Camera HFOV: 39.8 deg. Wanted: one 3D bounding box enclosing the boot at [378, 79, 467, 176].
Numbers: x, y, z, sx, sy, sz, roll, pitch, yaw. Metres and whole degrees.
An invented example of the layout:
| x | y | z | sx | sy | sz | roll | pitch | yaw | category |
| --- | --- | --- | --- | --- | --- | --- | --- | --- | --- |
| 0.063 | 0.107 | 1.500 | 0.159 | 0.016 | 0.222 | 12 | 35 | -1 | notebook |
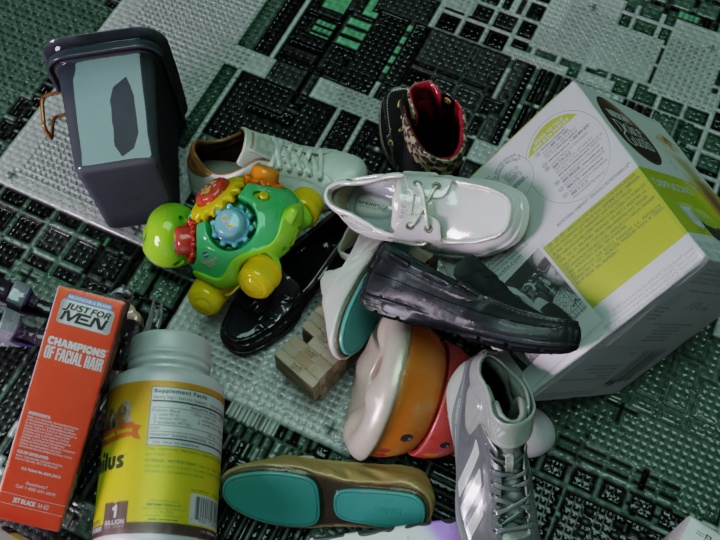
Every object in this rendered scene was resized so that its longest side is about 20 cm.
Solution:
| x | y | z | sx | sy | sz | roll | pitch | yaw | category |
| --- | --- | --- | --- | --- | --- | --- | --- | --- | --- |
| 0.065 | -0.145 | 1.049 | 0.072 | 0.151 | 0.202 | -8 | 62 | -4 | boot |

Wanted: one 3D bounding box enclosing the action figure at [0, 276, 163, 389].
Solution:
| x | y | z | sx | sy | sz | roll | pitch | yaw | category |
| --- | --- | --- | --- | --- | --- | --- | --- | --- | --- |
| -0.279 | 0.063 | 0.987 | 0.198 | 0.070 | 0.131 | 20 | 56 | -6 | action figure |

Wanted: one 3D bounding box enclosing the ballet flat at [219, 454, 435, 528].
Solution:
| x | y | z | sx | sy | sz | roll | pitch | yaw | category |
| --- | --- | --- | --- | --- | --- | --- | --- | --- | --- |
| -0.029 | 0.203 | 0.920 | 0.197 | 0.069 | 0.063 | 7 | 22 | 5 | ballet flat |

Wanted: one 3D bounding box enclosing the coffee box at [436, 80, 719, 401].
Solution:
| x | y | z | sx | sy | sz | roll | pitch | yaw | category |
| --- | --- | --- | --- | --- | --- | --- | --- | --- | --- |
| 0.216 | -0.021 | 0.913 | 0.200 | 0.199 | 0.199 | -44 | 62 | 27 | coffee box |

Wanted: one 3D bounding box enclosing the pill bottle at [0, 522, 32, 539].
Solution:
| x | y | z | sx | sy | sz | roll | pitch | yaw | category |
| --- | --- | --- | --- | --- | --- | --- | --- | --- | --- |
| -0.256 | 0.306 | 0.829 | 0.198 | 0.115 | 0.115 | 25 | 64 | 13 | pill bottle |

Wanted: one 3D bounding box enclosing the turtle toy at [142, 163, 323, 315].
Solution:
| x | y | z | sx | sy | sz | roll | pitch | yaw | category |
| --- | --- | --- | --- | --- | --- | --- | --- | --- | --- |
| -0.138 | -0.038 | 1.001 | 0.199 | 0.101 | 0.146 | -17 | 31 | 37 | turtle toy |

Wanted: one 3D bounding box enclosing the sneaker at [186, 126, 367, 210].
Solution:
| x | y | z | sx | sy | sz | roll | pitch | yaw | category |
| --- | --- | --- | --- | --- | --- | --- | --- | --- | --- |
| -0.090 | -0.111 | 1.071 | 0.197 | 0.085 | 0.074 | -2 | 60 | -3 | sneaker |

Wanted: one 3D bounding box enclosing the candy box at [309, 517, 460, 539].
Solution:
| x | y | z | sx | sy | sz | roll | pitch | yaw | category |
| --- | --- | --- | --- | --- | --- | --- | --- | --- | --- |
| 0.062 | 0.308 | 0.853 | 0.197 | 0.072 | 0.170 | -6 | 62 | -4 | candy box |

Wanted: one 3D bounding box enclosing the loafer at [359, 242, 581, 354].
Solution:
| x | y | z | sx | sy | sz | roll | pitch | yaw | category |
| --- | --- | --- | --- | --- | --- | --- | --- | --- | --- |
| 0.091 | 0.022 | 0.833 | 0.199 | 0.068 | 0.071 | 14 | 86 | 29 | loafer |

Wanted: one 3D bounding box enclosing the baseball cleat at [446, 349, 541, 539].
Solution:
| x | y | z | sx | sy | sz | roll | pitch | yaw | category |
| --- | --- | --- | --- | --- | --- | --- | --- | --- | --- |
| 0.113 | 0.166 | 0.814 | 0.069 | 0.107 | 0.202 | -9 | 73 | -16 | baseball cleat |

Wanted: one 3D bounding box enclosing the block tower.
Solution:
| x | y | z | sx | sy | sz | roll | pitch | yaw | category |
| --- | --- | --- | --- | --- | --- | --- | --- | --- | --- |
| -0.002 | 0.040 | 1.006 | 0.058 | 0.054 | 0.200 | 37 | 67 | 18 | block tower |

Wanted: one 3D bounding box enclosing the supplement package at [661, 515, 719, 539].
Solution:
| x | y | z | sx | sy | sz | roll | pitch | yaw | category |
| --- | --- | --- | --- | --- | --- | --- | --- | --- | --- |
| 0.262 | 0.330 | 0.812 | 0.119 | 0.122 | 0.201 | 31 | 67 | 15 | supplement package |

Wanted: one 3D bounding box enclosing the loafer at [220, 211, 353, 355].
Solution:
| x | y | z | sx | sy | sz | roll | pitch | yaw | category |
| --- | --- | --- | --- | --- | --- | --- | --- | --- | --- |
| -0.070 | 0.001 | 1.021 | 0.072 | 0.063 | 0.200 | 40 | 69 | 19 | loafer |

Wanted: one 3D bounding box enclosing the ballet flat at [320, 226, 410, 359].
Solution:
| x | y | z | sx | sy | sz | roll | pitch | yaw | category |
| --- | --- | --- | --- | --- | --- | --- | --- | --- | --- |
| 0.000 | 0.000 | 0.968 | 0.069 | 0.070 | 0.201 | 21 | 60 | 11 | ballet flat |

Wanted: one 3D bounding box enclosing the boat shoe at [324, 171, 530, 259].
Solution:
| x | y | z | sx | sy | sz | roll | pitch | yaw | category |
| --- | --- | --- | --- | --- | --- | --- | --- | --- | --- |
| 0.051 | -0.052 | 0.876 | 0.198 | 0.069 | 0.072 | 4 | 83 | 38 | boat shoe |

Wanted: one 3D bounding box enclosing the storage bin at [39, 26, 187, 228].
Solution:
| x | y | z | sx | sy | sz | roll | pitch | yaw | category |
| --- | --- | --- | --- | --- | --- | --- | --- | --- | --- |
| -0.252 | -0.135 | 1.028 | 0.144 | 0.200 | 0.136 | -8 | 71 | -5 | storage bin |

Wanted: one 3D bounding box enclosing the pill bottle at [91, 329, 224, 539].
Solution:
| x | y | z | sx | sy | sz | roll | pitch | yaw | category |
| --- | --- | --- | --- | --- | --- | --- | --- | --- | --- |
| -0.180 | 0.161 | 0.903 | 0.108 | 0.110 | 0.202 | 0 | 65 | 0 | pill bottle |

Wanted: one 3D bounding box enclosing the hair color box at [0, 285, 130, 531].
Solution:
| x | y | z | sx | sy | sz | roll | pitch | yaw | category |
| --- | --- | --- | --- | --- | --- | --- | --- | --- | --- |
| -0.263 | 0.117 | 0.889 | 0.063 | 0.111 | 0.202 | 15 | 86 | -10 | hair color box |

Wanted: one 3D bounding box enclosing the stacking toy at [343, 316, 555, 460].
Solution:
| x | y | z | sx | sy | sz | roll | pitch | yaw | category |
| --- | --- | --- | --- | --- | --- | --- | --- | --- | --- |
| 0.094 | 0.129 | 0.932 | 0.198 | 0.146 | 0.148 | 18 | 62 | -7 | stacking toy |
